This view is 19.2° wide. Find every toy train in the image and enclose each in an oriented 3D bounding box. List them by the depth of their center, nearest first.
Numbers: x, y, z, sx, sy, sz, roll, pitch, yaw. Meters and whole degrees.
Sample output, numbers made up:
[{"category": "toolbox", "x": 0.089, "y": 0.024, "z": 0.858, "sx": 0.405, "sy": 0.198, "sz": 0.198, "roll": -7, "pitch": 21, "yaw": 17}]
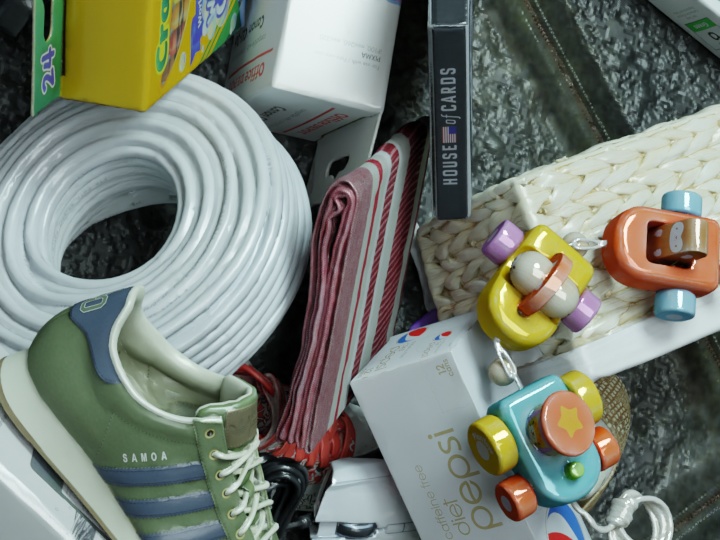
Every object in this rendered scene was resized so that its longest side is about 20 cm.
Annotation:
[{"category": "toy train", "x": 0.132, "y": 0.041, "z": 1.110, "sx": 0.149, "sy": 0.056, "sz": 0.202, "roll": 15, "pitch": 72, "yaw": -15}]

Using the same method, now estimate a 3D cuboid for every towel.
[{"category": "towel", "x": 0.000, "y": 0.000, "z": 1.148, "sx": 0.023, "sy": 0.200, "sz": 0.145, "roll": 14, "pitch": 107, "yaw": 10}]

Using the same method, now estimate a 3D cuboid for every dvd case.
[{"category": "dvd case", "x": 0.050, "y": -0.152, "z": 1.175, "sx": 0.024, "sy": 0.151, "sz": 0.201, "roll": -1, "pitch": 51, "yaw": 3}]

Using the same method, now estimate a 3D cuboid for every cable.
[{"category": "cable", "x": -0.125, "y": -0.013, "z": 1.112, "sx": 0.200, "sy": 0.200, "sz": 0.069, "roll": -39, "pitch": 143, "yaw": -6}]

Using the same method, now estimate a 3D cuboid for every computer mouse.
[{"category": "computer mouse", "x": 0.003, "y": 0.135, "z": 1.174, "sx": 0.199, "sy": 0.044, "sz": 0.111, "roll": -14, "pitch": 119, "yaw": -51}]

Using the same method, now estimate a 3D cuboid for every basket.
[{"category": "basket", "x": 0.148, "y": -0.007, "z": 1.242, "sx": 0.199, "sy": 0.135, "sz": 0.124, "roll": -19, "pitch": 85, "yaw": -32}]

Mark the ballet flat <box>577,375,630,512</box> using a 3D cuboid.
[{"category": "ballet flat", "x": 0.105, "y": 0.137, "z": 1.259, "sx": 0.071, "sy": 0.065, "sz": 0.200, "roll": 45, "pitch": 70, "yaw": -12}]

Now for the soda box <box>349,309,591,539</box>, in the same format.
[{"category": "soda box", "x": 0.072, "y": 0.128, "z": 1.161, "sx": 0.201, "sy": 0.068, "sz": 0.064, "roll": 65, "pitch": 30, "yaw": -11}]

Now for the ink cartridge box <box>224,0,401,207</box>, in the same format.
[{"category": "ink cartridge box", "x": -0.026, "y": -0.143, "z": 1.195, "sx": 0.067, "sy": 0.116, "sz": 0.202, "roll": 12, "pitch": 81, "yaw": -17}]

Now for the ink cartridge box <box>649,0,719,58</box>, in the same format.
[{"category": "ink cartridge box", "x": 0.260, "y": -0.185, "z": 1.357, "sx": 0.199, "sy": 0.050, "sz": 0.109, "roll": 35, "pitch": 74, "yaw": -16}]

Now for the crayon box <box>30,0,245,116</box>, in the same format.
[{"category": "crayon box", "x": -0.108, "y": -0.163, "z": 1.099, "sx": 0.051, "sy": 0.200, "sz": 0.127, "roll": 10, "pitch": 114, "yaw": 12}]

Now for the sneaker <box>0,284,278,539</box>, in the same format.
[{"category": "sneaker", "x": -0.076, "y": 0.093, "z": 1.005, "sx": 0.090, "sy": 0.067, "sz": 0.200, "roll": -40, "pitch": 97, "yaw": 20}]

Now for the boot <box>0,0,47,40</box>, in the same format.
[{"category": "boot", "x": -0.219, "y": -0.248, "z": 1.158, "sx": 0.200, "sy": 0.066, "sz": 0.165, "roll": 39, "pitch": 65, "yaw": -8}]

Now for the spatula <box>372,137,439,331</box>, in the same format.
[{"category": "spatula", "x": 0.032, "y": -0.013, "z": 1.263, "sx": 0.056, "sy": 0.021, "sz": 0.201, "roll": -29, "pitch": 96, "yaw": -28}]

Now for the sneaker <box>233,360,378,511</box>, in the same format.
[{"category": "sneaker", "x": -0.048, "y": 0.091, "z": 1.173, "sx": 0.200, "sy": 0.108, "sz": 0.068, "roll": 18, "pitch": 79, "yaw": -21}]

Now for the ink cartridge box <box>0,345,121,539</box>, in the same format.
[{"category": "ink cartridge box", "x": -0.183, "y": 0.143, "z": 1.041, "sx": 0.145, "sy": 0.084, "sz": 0.200, "roll": -40, "pitch": 102, "yaw": 24}]
